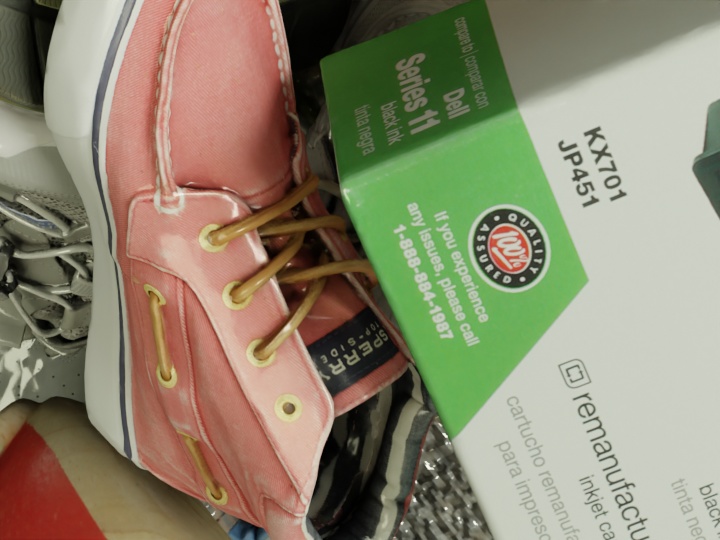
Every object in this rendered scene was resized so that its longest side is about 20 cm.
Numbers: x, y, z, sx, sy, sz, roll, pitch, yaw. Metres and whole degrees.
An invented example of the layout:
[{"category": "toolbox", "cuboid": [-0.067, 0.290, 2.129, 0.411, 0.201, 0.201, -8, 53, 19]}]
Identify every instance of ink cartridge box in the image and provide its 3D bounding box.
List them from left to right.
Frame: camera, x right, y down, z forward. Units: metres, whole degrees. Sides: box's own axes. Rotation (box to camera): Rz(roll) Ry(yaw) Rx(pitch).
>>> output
[{"category": "ink cartridge box", "cuboid": [0.109, -0.015, 0.742, 0.199, 0.083, 0.147, -22, 114, 6]}]

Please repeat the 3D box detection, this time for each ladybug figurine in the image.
[{"category": "ladybug figurine", "cuboid": [-0.056, 0.128, 0.913, 0.200, 0.072, 0.136, 52, 167, 4]}]

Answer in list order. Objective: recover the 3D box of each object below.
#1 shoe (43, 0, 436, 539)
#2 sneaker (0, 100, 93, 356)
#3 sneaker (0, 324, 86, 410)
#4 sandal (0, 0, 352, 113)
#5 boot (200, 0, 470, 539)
[{"category": "shoe", "cuboid": [-0.024, -0.006, 0.770, 0.091, 0.071, 0.201, 33, 142, 27]}, {"category": "sneaker", "cuboid": [-0.084, -0.012, 0.865, 0.074, 0.082, 0.200, 31, 176, 13]}, {"category": "sneaker", "cuboid": [-0.112, 0.009, 0.994, 0.115, 0.075, 0.200, -35, 94, 25]}, {"category": "sandal", "cuboid": [-0.068, -0.084, 0.796, 0.057, 0.201, 0.080, 18, 99, 27]}, {"category": "boot", "cuboid": [0.000, 0.000, 0.881, 0.073, 0.096, 0.201, 26, 134, 13]}]
